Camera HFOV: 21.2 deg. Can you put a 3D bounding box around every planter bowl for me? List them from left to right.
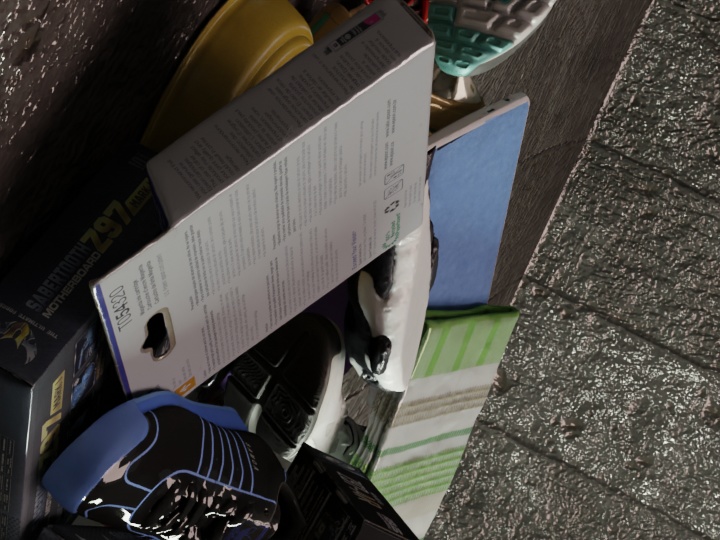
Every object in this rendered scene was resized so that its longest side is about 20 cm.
[{"bbox_3d":[-0.057,-0.057,1.089,0.201,0.083,0.201,-60,170,-18],"label":"planter bowl"}]

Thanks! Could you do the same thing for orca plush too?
[{"bbox_3d":[0.000,0.000,1.160,0.200,0.071,0.106,82,26,-64],"label":"orca plush"}]

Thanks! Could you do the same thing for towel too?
[{"bbox_3d":[0.034,0.115,1.320,0.149,0.031,0.201,-4,118,-62],"label":"towel"}]

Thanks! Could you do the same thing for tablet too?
[{"bbox_3d":[0.057,-0.013,1.273,0.130,0.014,0.201,-29,139,-45],"label":"tablet"}]

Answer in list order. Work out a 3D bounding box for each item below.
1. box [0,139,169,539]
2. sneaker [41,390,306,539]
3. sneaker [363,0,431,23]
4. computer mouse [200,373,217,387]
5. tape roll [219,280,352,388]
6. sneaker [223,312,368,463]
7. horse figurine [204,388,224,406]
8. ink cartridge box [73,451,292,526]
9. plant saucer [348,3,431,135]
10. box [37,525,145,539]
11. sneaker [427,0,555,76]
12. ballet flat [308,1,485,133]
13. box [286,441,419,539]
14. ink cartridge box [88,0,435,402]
[{"bbox_3d":[-0.149,0.054,0.983,0.158,0.051,0.200,-56,168,-39],"label":"box"},{"bbox_3d":[-0.087,0.113,0.998,0.070,0.078,0.200,-48,162,13],"label":"sneaker"},{"bbox_3d":[0.043,-0.200,1.280,0.201,0.067,0.108,68,45,-71],"label":"sneaker"},{"bbox_3d":[-0.062,0.001,1.307,0.110,0.044,0.200,-51,179,27],"label":"computer mouse"},{"bbox_3d":[-0.015,0.029,1.409,0.200,0.066,0.200,-50,179,-1],"label":"tape roll"},{"bbox_3d":[-0.031,0.097,1.294,0.115,0.076,0.201,-17,141,-41],"label":"sneaker"},{"bbox_3d":[-0.145,0.181,1.328,0.133,0.050,0.201,-50,158,-41],"label":"horse figurine"},{"bbox_3d":[-0.141,0.194,1.192,0.147,0.083,0.201,4,113,-61],"label":"ink cartridge box"},{"bbox_3d":[0.012,-0.078,1.291,0.200,0.035,0.202,8,80,-53],"label":"plant saucer"},{"bbox_3d":[-0.142,0.219,1.040,0.158,0.051,0.200,-61,158,3],"label":"box"},{"bbox_3d":[0.098,-0.181,1.237,0.091,0.077,0.200,95,21,-51],"label":"sneaker"},{"bbox_3d":[0.034,-0.123,1.230,0.200,0.069,0.063,12,115,-51],"label":"ballet flat"},{"bbox_3d":[-0.046,0.217,1.131,0.201,0.043,0.160,-62,-162,2],"label":"box"},{"bbox_3d":[-0.052,-0.023,0.951,0.200,0.043,0.197,-35,161,-15],"label":"ink cartridge box"}]
